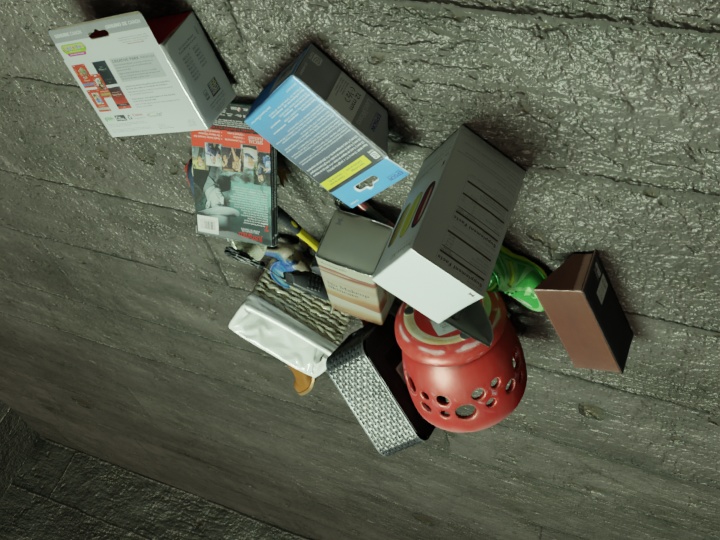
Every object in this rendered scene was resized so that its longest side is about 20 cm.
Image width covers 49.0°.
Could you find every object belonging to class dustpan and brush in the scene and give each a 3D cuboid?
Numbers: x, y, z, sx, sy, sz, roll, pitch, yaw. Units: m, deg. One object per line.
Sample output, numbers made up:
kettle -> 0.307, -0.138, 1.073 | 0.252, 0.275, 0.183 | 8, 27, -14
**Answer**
dustpan and brush -> 0.119, 0.006, 1.121 | 0.138, 0.201, 0.057 | 30, 108, -36

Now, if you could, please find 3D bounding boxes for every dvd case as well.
dvd case -> -0.186, -0.144, 1.166 | 0.143, 0.022, 0.204 | 10, 110, 25

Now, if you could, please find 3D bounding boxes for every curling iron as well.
curling iron -> 0.042, -0.064, 1.219 | 0.198, 0.026, 0.049 | 33, 161, -14

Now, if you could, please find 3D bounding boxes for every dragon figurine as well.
dragon figurine -> -0.119, -0.007, 1.391 | 0.098, 0.060, 0.201 | -5, 137, 41

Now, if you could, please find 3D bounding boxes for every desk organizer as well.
desk organizer -> 0.328, 0.064, 1.153 | 0.076, 0.072, 0.201 | 2, 141, 39

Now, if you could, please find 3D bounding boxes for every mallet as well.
mallet -> -0.097, -0.051, 1.247 | 0.041, 0.067, 0.199 | 3, 163, 36

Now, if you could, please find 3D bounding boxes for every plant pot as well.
plant pot -> 0.157, 0.121, 1.250 | 0.197, 0.202, 0.185 | 8, 138, 27

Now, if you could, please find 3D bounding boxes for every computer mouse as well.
computer mouse -> -0.131, -0.002, 1.299 | 0.197, 0.035, 0.058 | 25, 173, -25

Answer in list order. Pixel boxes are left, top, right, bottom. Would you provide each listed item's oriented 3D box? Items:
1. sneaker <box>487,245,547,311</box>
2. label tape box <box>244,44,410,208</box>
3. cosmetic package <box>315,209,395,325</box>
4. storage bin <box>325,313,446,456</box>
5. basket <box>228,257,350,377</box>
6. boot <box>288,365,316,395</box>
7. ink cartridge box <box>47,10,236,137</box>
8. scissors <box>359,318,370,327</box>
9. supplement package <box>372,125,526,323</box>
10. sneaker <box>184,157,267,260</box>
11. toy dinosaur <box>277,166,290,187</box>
sneaker -> 0.197, 0.006, 1.149 | 0.199, 0.085, 0.074 | 36, 148, -17
label tape box -> -0.038, -0.185, 1.058 | 0.199, 0.067, 0.142 | 36, 148, -21
cosmetic package -> 0.000, 0.000, 1.254 | 0.102, 0.088, 0.201 | 19, 158, 15
storage bin -> 0.048, 0.196, 1.362 | 0.093, 0.135, 0.202 | -28, 97, 34
basket -> -0.125, 0.086, 1.473 | 0.198, 0.125, 0.136 | 30, 149, -9
boot -> -0.150, 0.177, 1.684 | 0.153, 0.074, 0.201 | 27, 137, -4
ink cartridge box -> -0.298, -0.282, 1.080 | 0.197, 0.085, 0.177 | 3, 136, 33
scissors -> 0.024, 0.132, 1.436 | 0.072, 0.014, 0.204 | 3, 108, 32
supplement package -> 0.114, -0.057, 1.001 | 0.108, 0.202, 0.114 | 32, 149, -12
sneaker -> -0.222, -0.104, 1.303 | 0.084, 0.075, 0.203 | 12, 133, 53
toy dinosaur -> -0.172, -0.152, 1.212 | 0.104, 0.061, 0.201 | 10, 145, 28
